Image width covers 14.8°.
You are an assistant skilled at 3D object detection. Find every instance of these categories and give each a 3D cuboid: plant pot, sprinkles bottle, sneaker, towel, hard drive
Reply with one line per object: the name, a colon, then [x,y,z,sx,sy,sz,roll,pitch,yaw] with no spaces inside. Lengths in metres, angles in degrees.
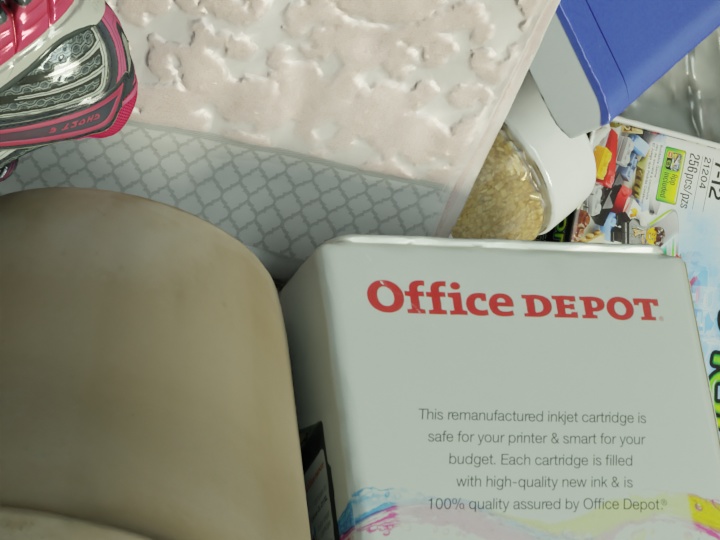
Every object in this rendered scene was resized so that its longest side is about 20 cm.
plant pot: [-0.094,0.076,0.904,0.200,0.200,0.174,29,55,-29]
sprinkles bottle: [0.000,0.000,1.057,0.200,0.068,0.068,-39,112,-23]
sneaker: [-0.167,-0.040,0.899,0.075,0.199,0.081,54,23,-41]
towel: [-0.043,-0.078,0.939,0.199,0.032,0.192,12,126,-12]
hard drive: [0.098,-0.146,1.067,0.200,0.025,0.132,-40,106,-54]

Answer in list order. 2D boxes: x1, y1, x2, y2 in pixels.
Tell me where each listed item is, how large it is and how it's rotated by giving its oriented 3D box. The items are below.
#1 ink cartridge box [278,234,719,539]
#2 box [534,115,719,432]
ink cartridge box: [0.050,0.097,0.951,0.145,0.083,0.201,2,65,-23]
box: [0.111,0.042,1.148,0.110,0.035,0.201,11,88,-32]
